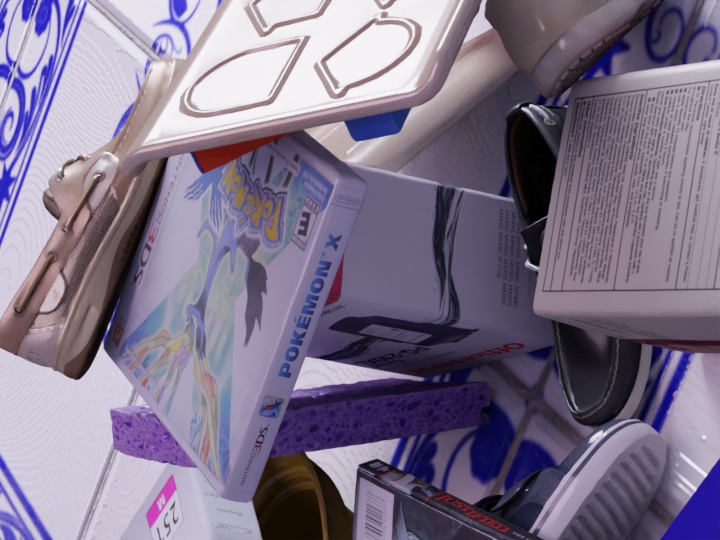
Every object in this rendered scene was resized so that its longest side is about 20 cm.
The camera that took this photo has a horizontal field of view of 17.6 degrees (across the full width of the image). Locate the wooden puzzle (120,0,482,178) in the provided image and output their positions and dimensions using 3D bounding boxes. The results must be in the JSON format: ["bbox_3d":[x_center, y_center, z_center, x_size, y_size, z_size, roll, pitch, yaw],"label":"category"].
[{"bbox_3d":[-0.012,-0.116,1.216,0.200,0.046,0.185,-14,31,29],"label":"wooden puzzle"}]

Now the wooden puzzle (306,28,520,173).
[{"bbox_3d":[0.014,-0.088,1.449,0.185,0.037,0.200,-41,15,-31],"label":"wooden puzzle"}]

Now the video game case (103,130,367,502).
[{"bbox_3d":[-0.074,0.001,1.260,0.200,0.022,0.183,42,115,57],"label":"video game case"}]

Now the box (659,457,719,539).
[{"bbox_3d":[0.199,0.201,1.021,0.184,0.105,0.200,-59,33,27],"label":"box"}]

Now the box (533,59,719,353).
[{"bbox_3d":[0.191,-0.029,1.132,0.200,0.109,0.128,-1,77,60],"label":"box"}]

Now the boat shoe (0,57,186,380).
[{"bbox_3d":[-0.154,-0.039,1.357,0.071,0.064,0.200,104,-173,-77],"label":"boat shoe"}]

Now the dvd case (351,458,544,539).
[{"bbox_3d":[0.070,0.198,1.216,0.200,0.022,0.146,21,118,38],"label":"dvd case"}]

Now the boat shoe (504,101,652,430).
[{"bbox_3d":[0.116,-0.003,1.297,0.072,0.068,0.200,-36,49,46],"label":"boat shoe"}]

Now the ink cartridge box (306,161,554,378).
[{"bbox_3d":[0.000,0.000,1.360,0.145,0.200,0.084,-19,64,56],"label":"ink cartridge box"}]

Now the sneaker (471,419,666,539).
[{"bbox_3d":[0.087,0.147,1.251,0.079,0.078,0.200,45,120,33],"label":"sneaker"}]

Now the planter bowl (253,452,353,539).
[{"bbox_3d":[-0.039,0.206,1.454,0.200,0.083,0.201,-31,52,51],"label":"planter bowl"}]

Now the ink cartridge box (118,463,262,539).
[{"bbox_3d":[-0.120,0.236,1.454,0.200,0.044,0.174,-57,33,31],"label":"ink cartridge box"}]

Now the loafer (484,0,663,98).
[{"bbox_3d":[0.118,-0.149,1.265,0.076,0.068,0.200,-43,0,19],"label":"loafer"}]

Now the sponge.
[{"bbox_3d":[-0.035,0.088,1.382,0.112,0.200,0.030,0,95,61],"label":"sponge"}]
